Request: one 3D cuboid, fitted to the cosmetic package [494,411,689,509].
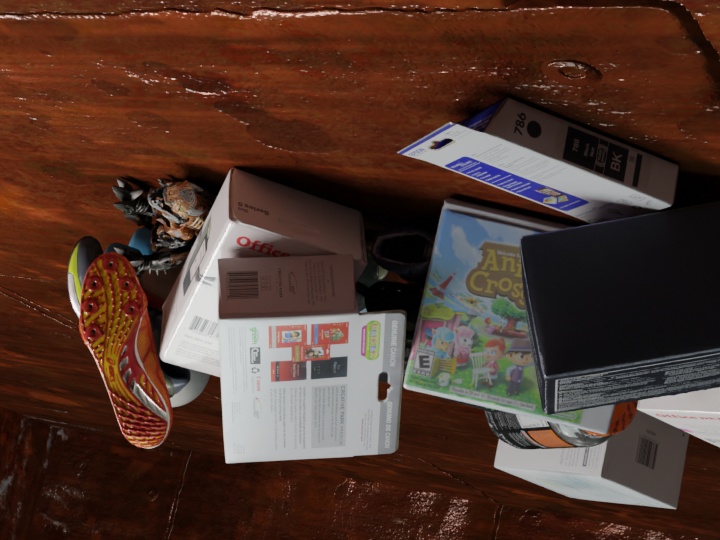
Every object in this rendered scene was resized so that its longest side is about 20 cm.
[{"bbox_3d":[0.338,0.262,2.060,0.198,0.124,0.199,26,162,-40],"label":"cosmetic package"}]

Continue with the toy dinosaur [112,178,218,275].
[{"bbox_3d":[-0.183,-0.039,1.461,0.134,0.103,0.201,-6,143,11],"label":"toy dinosaur"}]

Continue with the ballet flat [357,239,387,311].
[{"bbox_3d":[0.000,0.000,1.544,0.067,0.057,0.200,55,164,5],"label":"ballet flat"}]

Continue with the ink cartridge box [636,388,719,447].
[{"bbox_3d":[0.377,0.100,1.402,0.199,0.127,0.128,25,161,-39],"label":"ink cartridge box"}]

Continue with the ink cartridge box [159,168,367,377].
[{"bbox_3d":[-0.099,0.015,1.399,0.144,0.085,0.201,18,128,-19],"label":"ink cartridge box"}]

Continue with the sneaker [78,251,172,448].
[{"bbox_3d":[-0.240,0.081,1.429,0.072,0.203,0.077,-11,-175,-4],"label":"sneaker"}]

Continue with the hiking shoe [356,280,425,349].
[{"bbox_3d":[0.085,0.061,1.355,0.198,0.077,0.101,17,174,26],"label":"hiking shoe"}]

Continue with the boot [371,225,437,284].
[{"bbox_3d":[0.107,-0.003,1.357,0.198,0.074,0.090,2,168,39],"label":"boot"}]

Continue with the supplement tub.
[{"bbox_3d":[0.248,0.159,1.744,0.121,0.124,0.200,19,165,-22],"label":"supplement tub"}]

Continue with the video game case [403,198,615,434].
[{"bbox_3d":[0.154,0.043,1.300,0.198,0.184,0.022,13,-167,2],"label":"video game case"}]

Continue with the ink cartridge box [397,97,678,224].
[{"bbox_3d":[0.137,-0.087,1.090,0.198,0.040,0.099,18,165,-21],"label":"ink cartridge box"}]

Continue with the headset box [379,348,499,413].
[{"bbox_3d":[0.136,0.079,1.534,0.198,0.094,0.173,18,154,-32],"label":"headset box"}]

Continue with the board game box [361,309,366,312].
[{"bbox_3d":[0.049,0.089,1.817,0.197,0.044,0.200,5,164,31],"label":"board game box"}]

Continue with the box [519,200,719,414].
[{"bbox_3d":[0.238,0.033,1.167,0.197,0.125,0.198,-10,166,5],"label":"box"}]

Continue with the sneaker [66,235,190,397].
[{"bbox_3d":[-0.243,0.052,1.495,0.080,0.202,0.074,-21,-166,17],"label":"sneaker"}]

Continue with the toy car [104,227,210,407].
[{"bbox_3d":[-0.206,0.079,1.607,0.182,0.202,0.177,17,-165,6],"label":"toy car"}]

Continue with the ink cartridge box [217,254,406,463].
[{"bbox_3d":[-0.048,0.087,1.353,0.173,0.084,0.202,-1,132,-5],"label":"ink cartridge box"}]
